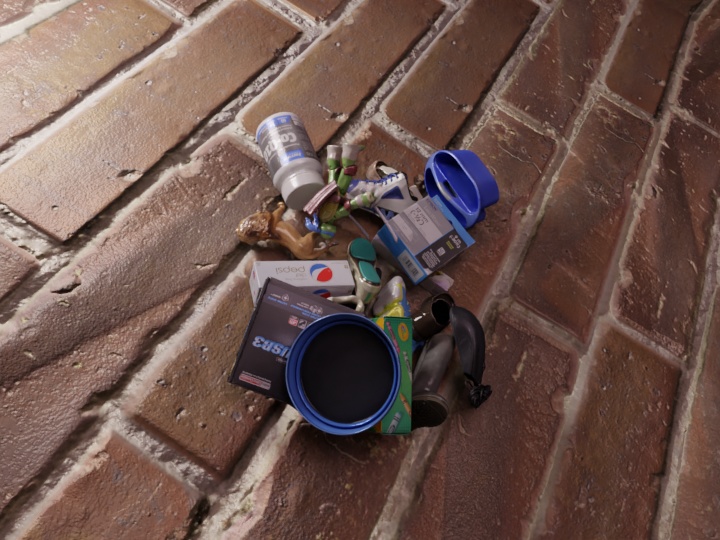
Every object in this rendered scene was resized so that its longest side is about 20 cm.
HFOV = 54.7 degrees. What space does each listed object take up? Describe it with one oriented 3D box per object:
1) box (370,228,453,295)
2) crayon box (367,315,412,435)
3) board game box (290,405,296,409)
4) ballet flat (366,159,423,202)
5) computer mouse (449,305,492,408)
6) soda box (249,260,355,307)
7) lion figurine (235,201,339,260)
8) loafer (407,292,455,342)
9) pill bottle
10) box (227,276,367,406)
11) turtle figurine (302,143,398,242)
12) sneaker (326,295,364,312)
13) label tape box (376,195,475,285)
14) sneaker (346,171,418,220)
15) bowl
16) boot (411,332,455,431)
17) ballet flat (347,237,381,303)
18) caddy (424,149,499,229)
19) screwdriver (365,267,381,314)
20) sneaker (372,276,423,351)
[{"bbox_3d":[0.111,-0.014,1.526,0.199,0.042,0.039,35,52,6],"label":"box"},{"bbox_3d":[0.044,0.187,1.245,0.058,0.119,0.202,5,81,-19],"label":"crayon box"},{"bbox_3d":[-0.072,0.196,1.294,0.199,0.039,0.159,36,74,-8],"label":"board game box"},{"bbox_3d":[0.094,-0.184,1.622,0.200,0.067,0.068,41,52,9],"label":"ballet flat"},{"bbox_3d":[0.225,0.161,1.361,0.052,0.138,0.202,-17,81,17],"label":"computer mouse"},{"bbox_3d":[-0.116,0.026,1.388,0.198,0.064,0.068,-1,50,-22],"label":"soda box"},{"bbox_3d":[-0.150,-0.070,1.436,0.199,0.073,0.123,23,37,5],"label":"lion figurine"},{"bbox_3d":[0.161,0.091,1.416,0.073,0.071,0.200,60,29,-2],"label":"loafer"},{"bbox_3d":[-0.150,-0.239,1.534,0.113,0.114,0.201,-9,60,-27],"label":"pill bottle"},{"bbox_3d":[-0.111,0.139,1.245,0.199,0.050,0.200,23,76,-11],"label":"box"},{"bbox_3d":[-0.015,-0.159,1.454,0.198,0.144,0.196,5,92,0],"label":"turtle figurine"},{"bbox_3d":[-0.073,0.097,1.343,0.199,0.088,0.081,-28,70,-34],"label":"sneaker"},{"bbox_3d":[0.155,-0.081,1.507,0.199,0.066,0.144,-34,82,-29],"label":"label tape box"},{"bbox_3d":[0.046,-0.182,1.561,0.198,0.116,0.081,26,7,-10],"label":"sneaker"},{"bbox_3d":[-0.027,0.174,1.177,0.199,0.039,0.202,-2,82,13],"label":"bowl"},{"bbox_3d":[0.139,0.201,1.305,0.073,0.182,0.200,47,54,-9],"label":"boot"},{"bbox_3d":[0.000,0.000,1.453,0.067,0.063,0.200,17,26,-13],"label":"ballet flat"},{"bbox_3d":[0.230,-0.193,1.636,0.104,0.142,0.201,-16,63,-34],"label":"caddy"},{"bbox_3d":[0.013,0.071,1.432,0.029,0.028,0.201,20,50,0],"label":"screwdriver"},{"bbox_3d":[0.079,0.109,1.419,0.105,0.076,0.201,34,48,-20],"label":"sneaker"}]
